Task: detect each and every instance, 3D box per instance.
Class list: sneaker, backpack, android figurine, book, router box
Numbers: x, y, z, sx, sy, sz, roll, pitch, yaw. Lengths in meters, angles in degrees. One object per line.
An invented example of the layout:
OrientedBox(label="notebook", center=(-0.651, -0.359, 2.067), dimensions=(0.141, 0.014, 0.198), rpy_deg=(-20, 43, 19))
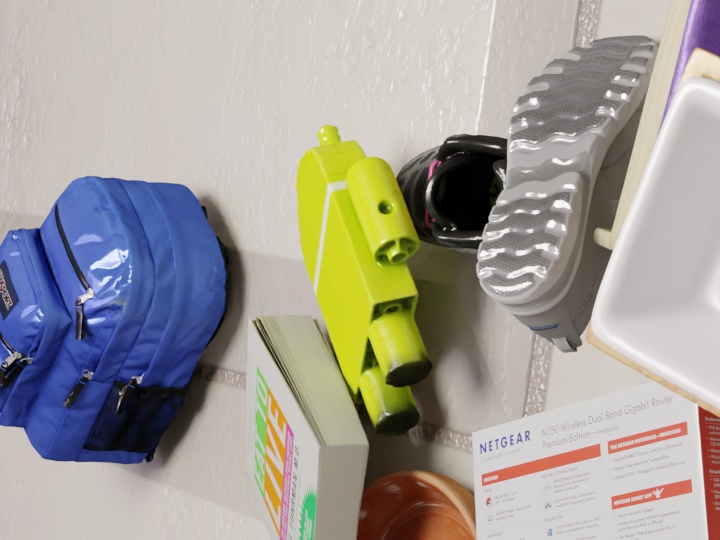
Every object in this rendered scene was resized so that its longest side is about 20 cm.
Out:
OrientedBox(label="sneaker", center=(0.065, -0.049, 1.297), dimensions=(0.200, 0.087, 0.074), rpy_deg=(7, 90, 58))
OrientedBox(label="backpack", center=(-0.197, 0.032, 1.624), dimensions=(0.200, 0.168, 0.163), rpy_deg=(-55, 48, 31))
OrientedBox(label="android figurine", center=(0.000, 0.000, 1.376), dimensions=(0.182, 0.041, 0.200), rpy_deg=(98, 157, -54))
OrientedBox(label="sneaker", center=(0.121, -0.046, 1.196), dimensions=(0.075, 0.082, 0.200), rpy_deg=(3, 55, 36))
OrientedBox(label="book", center=(-0.037, 0.130, 1.414), dimensions=(0.200, 0.048, 0.134), rpy_deg=(-122, 35, -64))
OrientedBox(label="router box", center=(0.141, 0.161, 1.174), dimensions=(0.200, 0.049, 0.180), rpy_deg=(-22, 66, 54))

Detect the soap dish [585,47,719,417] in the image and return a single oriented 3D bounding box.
OrientedBox(label="soap dish", center=(0.219, 0.006, 1.002), dimensions=(0.200, 0.081, 0.158), rpy_deg=(30, 111, 29))

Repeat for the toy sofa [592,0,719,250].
OrientedBox(label="toy sofa", center=(0.199, -0.090, 1.103), dimensions=(0.098, 0.083, 0.201), rpy_deg=(29, 108, 56))

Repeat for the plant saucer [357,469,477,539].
OrientedBox(label="plant saucer", center=(0.036, 0.226, 1.342), dimensions=(0.200, 0.032, 0.201), rpy_deg=(-16, 71, 56))
